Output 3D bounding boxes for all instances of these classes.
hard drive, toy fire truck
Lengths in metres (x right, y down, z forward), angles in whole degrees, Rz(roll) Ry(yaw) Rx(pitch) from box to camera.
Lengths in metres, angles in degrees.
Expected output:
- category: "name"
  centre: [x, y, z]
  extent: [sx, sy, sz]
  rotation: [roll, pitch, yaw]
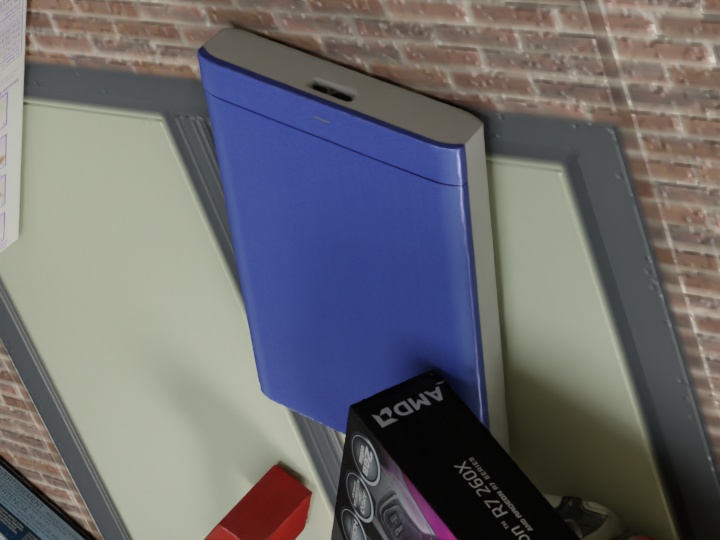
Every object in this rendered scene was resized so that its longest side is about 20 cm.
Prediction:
- category: "hard drive"
  centre: [0.000, 0.000, 0.901]
  extent: [0.131, 0.025, 0.201]
  rotation: [23, 140, 29]
- category: "toy fire truck"
  centre: [-0.026, 0.203, 1.126]
  extent: [0.141, 0.049, 0.200]
  rotation: [36, 146, 13]

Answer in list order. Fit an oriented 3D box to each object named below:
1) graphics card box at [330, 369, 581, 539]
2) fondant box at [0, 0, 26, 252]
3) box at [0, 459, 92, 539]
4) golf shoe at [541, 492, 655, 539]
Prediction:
- category: "graphics card box"
  centre: [0.061, 0.152, 0.867]
  extent: [0.200, 0.051, 0.126]
  rotation: [51, 149, 33]
- category: "fondant box"
  centre: [-0.236, -0.097, 1.019]
  extent: [0.144, 0.058, 0.201]
  rotation: [34, 146, 15]
- category: "box"
  centre: [-0.223, 0.203, 1.344]
  extent: [0.136, 0.038, 0.200]
  rotation: [39, 146, 7]
- category: "golf shoe"
  centre: [0.097, 0.182, 0.959]
  extent: [0.092, 0.072, 0.201]
  rotation: [29, 134, 33]
